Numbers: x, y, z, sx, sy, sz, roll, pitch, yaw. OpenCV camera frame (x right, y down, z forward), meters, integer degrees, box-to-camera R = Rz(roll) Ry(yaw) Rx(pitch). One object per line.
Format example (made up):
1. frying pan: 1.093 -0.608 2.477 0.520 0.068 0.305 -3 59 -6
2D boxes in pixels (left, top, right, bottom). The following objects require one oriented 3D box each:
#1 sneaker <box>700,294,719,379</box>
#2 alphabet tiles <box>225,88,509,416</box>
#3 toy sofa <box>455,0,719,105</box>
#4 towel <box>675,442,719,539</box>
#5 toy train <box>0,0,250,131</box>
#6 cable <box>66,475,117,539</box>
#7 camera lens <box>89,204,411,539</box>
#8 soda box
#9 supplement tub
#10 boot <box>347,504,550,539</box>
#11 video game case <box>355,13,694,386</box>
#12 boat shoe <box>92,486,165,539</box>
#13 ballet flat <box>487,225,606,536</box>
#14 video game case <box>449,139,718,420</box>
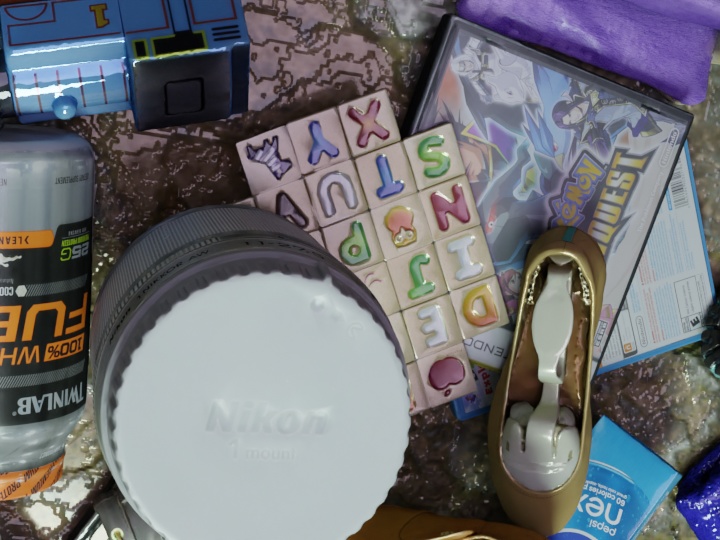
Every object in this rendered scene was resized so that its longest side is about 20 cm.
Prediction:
1. sneaker: 0.311 0.000 0.935 0.086 0.077 0.201 35 89 -40
2. alphabet tiles: 0.000 0.000 0.839 0.164 0.006 0.203 -20 103 -9
3. toy sofa: 0.164 -0.172 0.849 0.197 0.083 0.099 17 96 -16
4. towel: 0.333 0.188 0.980 0.147 0.050 0.200 -42 107 -3
5. toy train: -0.155 -0.135 0.759 0.197 0.087 0.116 -9 61 -12
6. cable: -0.134 0.125 0.853 0.097 0.050 0.201 39 89 -29
7. camera lens: -0.064 0.055 0.727 0.157 0.200 0.163 -2 100 -12
8. soda box: 0.132 0.198 0.914 0.064 0.068 0.201 36 91 18
9. supplement tub: -0.215 0.021 0.778 0.121 0.123 0.203 1 102 -13
10. boot: 0.027 0.177 0.830 0.198 0.144 0.072 -1 78 12
11. video game case: 0.100 -0.036 0.873 0.178 0.025 0.203 19 96 -15
12. boat shoe: -0.126 0.213 0.851 0.060 0.072 0.204 -12 119 -16
13. ballet flat: 0.113 0.073 0.847 0.068 0.063 0.203 5 97 12
14. video game case: 0.139 0.003 0.913 0.197 0.018 0.145 -17 105 -9
